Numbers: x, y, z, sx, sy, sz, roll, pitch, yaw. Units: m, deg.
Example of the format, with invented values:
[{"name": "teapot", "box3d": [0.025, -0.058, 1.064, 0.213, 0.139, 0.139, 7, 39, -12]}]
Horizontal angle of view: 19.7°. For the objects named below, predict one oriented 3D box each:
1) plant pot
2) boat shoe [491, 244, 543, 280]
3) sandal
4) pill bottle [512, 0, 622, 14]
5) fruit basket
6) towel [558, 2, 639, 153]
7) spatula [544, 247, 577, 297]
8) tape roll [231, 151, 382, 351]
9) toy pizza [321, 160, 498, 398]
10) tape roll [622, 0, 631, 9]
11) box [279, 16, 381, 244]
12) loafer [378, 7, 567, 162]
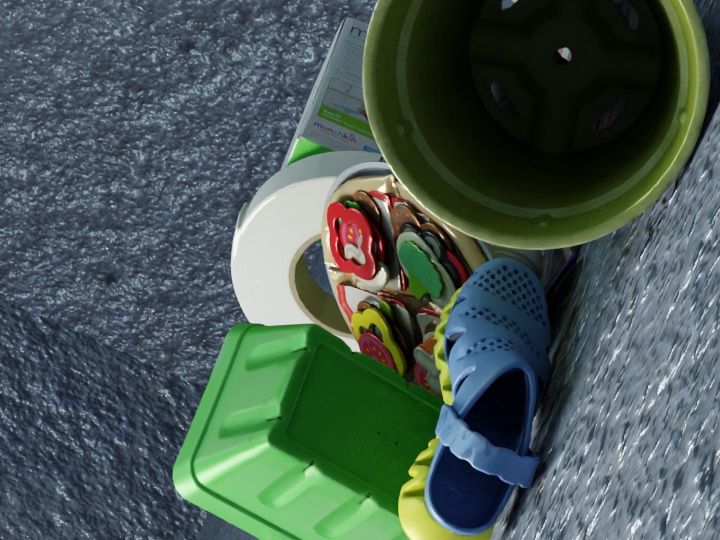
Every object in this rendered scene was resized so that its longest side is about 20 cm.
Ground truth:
[{"name": "plant pot", "box3d": [0.117, -0.127, 1.271, 0.201, 0.200, 0.184, -65, -7, 14]}, {"name": "boat shoe", "box3d": [0.079, 0.038, 1.465, 0.200, 0.072, 0.069, 118, 163, -60]}, {"name": "sandal", "box3d": [0.084, 0.075, 1.263, 0.087, 0.079, 0.201, 129, 157, -54]}, {"name": "pill bottle", "box3d": [0.136, -0.238, 1.452, 0.200, 0.113, 0.114, -92, 26, -79]}, {"name": "fruit basket", "box3d": [-0.026, 0.128, 1.407, 0.216, 0.215, 0.156, 122, 170, -61]}, {"name": "towel", "box3d": [0.116, -0.100, 1.461, 0.200, 0.030, 0.147, -15, 52, 50]}, {"name": "spatula", "box3d": [0.143, -0.038, 1.410, 0.057, 0.020, 0.201, 117, 175, -61]}, {"name": "tape roll", "box3d": [0.000, 0.000, 1.601, 0.037, 0.202, 0.203, -73, 8, -51]}, {"name": "toy pizza", "box3d": [0.033, 0.022, 1.413, 0.032, 0.200, 0.200, -28, -18, -32]}, {"name": "tape roll", "box3d": [0.224, -0.265, 1.495, 0.203, 0.037, 0.204, -156, 90, -85]}, {"name": "box", "box3d": [0.045, -0.088, 1.668, 0.177, 0.199, 0.097, -74, 8, -49]}, {"name": "loafer", "box3d": [0.070, -0.080, 1.418, 0.073, 0.072, 0.200, -10, -41, -51]}]
